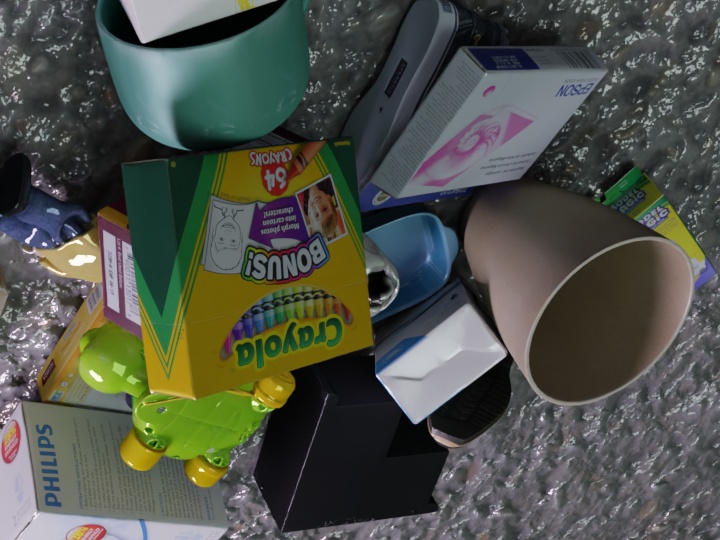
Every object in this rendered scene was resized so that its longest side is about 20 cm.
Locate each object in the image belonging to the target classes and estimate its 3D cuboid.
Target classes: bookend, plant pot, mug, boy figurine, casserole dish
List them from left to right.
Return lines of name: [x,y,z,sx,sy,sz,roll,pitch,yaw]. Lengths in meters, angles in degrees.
boy figurine: [-0.228,-0.029,1.083,0.124,0.065,0.200,-20,147,37]
mug: [-0.101,-0.169,0.976,0.185,0.152,0.115,-19,133,-12]
casserole dish: [0.000,0.000,1.257,0.200,0.039,0.121,-24,135,-8]
bookend: [0.009,0.173,1.373,0.199,0.092,0.200,-2,127,-28]
plant pot: [0.187,-0.003,1.231,0.187,0.200,0.187,-16,129,-21]

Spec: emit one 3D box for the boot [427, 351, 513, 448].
boot: [0.109,0.158,1.359,0.200,0.077,0.138,-49,164,-52]

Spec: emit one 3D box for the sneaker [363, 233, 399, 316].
sneaker: [-0.001,0.012,1.151,0.075,0.081,0.200,-51,160,-6]

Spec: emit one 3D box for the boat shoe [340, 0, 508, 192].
boat shoe: [0.056,-0.144,1.137,0.091,0.071,0.200,12,121,-34]

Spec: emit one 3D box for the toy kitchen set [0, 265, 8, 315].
toy kitchen set: [-0.329,0.075,1.033,0.163,0.200,0.181,-29,135,-2]

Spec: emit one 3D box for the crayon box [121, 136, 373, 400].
crayon box: [-0.080,-0.008,0.974,0.200,0.058,0.173,-14,99,-47]

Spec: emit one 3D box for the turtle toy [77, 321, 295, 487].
turtle toy: [-0.166,0.106,1.158,0.200,0.101,0.146,24,114,-40]

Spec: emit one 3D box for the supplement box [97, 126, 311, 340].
supplement box: [-0.120,-0.033,1.067,0.200,0.086,0.110,-39,147,-42]

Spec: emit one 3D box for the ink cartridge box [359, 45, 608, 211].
ink cartridge box: [0.106,-0.117,1.140,0.196,0.043,0.200,-13,146,-48]

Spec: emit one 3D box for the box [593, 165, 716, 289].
box: [0.304,-0.022,1.391,0.117,0.048,0.200,-40,133,8]

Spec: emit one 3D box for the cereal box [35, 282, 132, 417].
cereal box: [-0.191,0.085,1.227,0.200,0.040,0.144,17,120,-37]

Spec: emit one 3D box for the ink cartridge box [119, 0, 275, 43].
ink cartridge box: [-0.092,-0.273,0.908,0.200,0.129,0.125,-21,134,-12]

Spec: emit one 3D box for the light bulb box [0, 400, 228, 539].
light bulb box: [-0.270,0.241,1.240,0.200,0.125,0.198,13,133,-35]

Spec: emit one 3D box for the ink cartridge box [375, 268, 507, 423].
ink cartridge box: [0.077,0.068,1.289,0.116,0.200,0.067,-39,99,7]
